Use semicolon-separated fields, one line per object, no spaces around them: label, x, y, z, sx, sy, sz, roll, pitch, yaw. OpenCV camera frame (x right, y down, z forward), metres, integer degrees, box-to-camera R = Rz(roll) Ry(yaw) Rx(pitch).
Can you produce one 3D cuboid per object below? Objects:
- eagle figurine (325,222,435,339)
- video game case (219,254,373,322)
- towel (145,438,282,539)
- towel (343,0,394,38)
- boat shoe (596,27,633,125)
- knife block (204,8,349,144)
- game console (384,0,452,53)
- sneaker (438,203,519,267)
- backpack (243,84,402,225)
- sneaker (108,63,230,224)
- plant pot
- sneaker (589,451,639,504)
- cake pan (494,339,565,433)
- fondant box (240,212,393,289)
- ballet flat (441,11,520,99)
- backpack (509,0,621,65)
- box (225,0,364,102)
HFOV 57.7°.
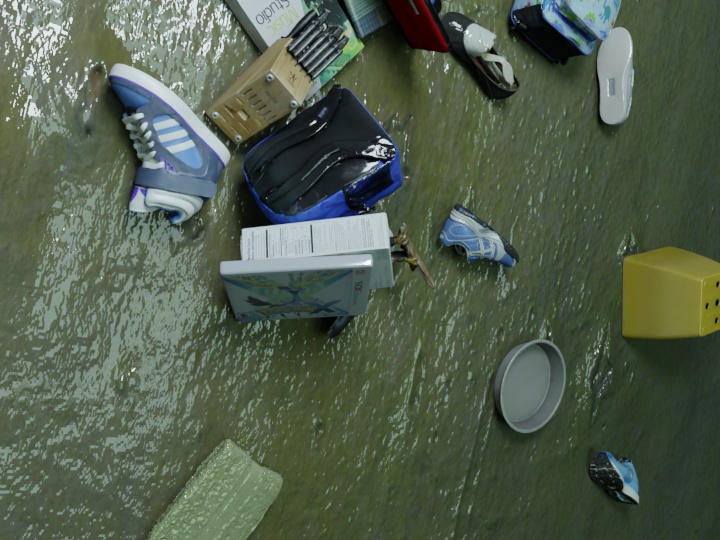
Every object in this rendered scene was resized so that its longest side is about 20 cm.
eagle figurine;-0.001;-0.001;1.068;0.200;0.151;0.152;-27;70;3
video game case;-0.087;0.029;0.928;0.199;0.182;0.022;-3;66;-4
towel;-0.224;0.372;1.007;0.148;0.036;0.200;47;72;-29
towel;0.001;-0.483;1.022;0.147;0.022;0.200;-43;120;-37
boat shoe;0.555;-0.414;1.404;0.068;0.072;0.201;-12;98;-54
knife block;-0.113;-0.288;0.939;0.064;0.200;0.176;46;42;-28
game console;0.089;-0.461;1.020;0.119;0.172;0.200;-43;124;-5
sneaker;0.224;-0.052;1.237;0.200;0.076;0.077;30;102;-34
backpack;-0.055;-0.131;0.957;0.200;0.163;0.168;-33;151;-9
sneaker;-0.277;-0.152;0.862;0.200;0.080;0.147;43;69;-37
plant pot;0.757;0.063;1.544;0.200;0.176;0.201;-11;104;-32
sneaker;0.622;0.490;1.594;0.200;0.078;0.090;49;51;-33
cake pan;0.355;0.241;1.381;0.200;0.037;0.201;-6;100;-34
fondant box;-0.055;-0.016;0.933;0.199;0.144;0.058;-5;67;4
ballet flat;0.225;-0.391;1.177;0.200;0.068;0.068;39;76;-32
backpack;0.399;-0.524;1.228;0.183;0.147;0.201;19;84;-37
box;-0.098;-0.376;0.979;0.144;0.036;0.200;-48;122;-19
